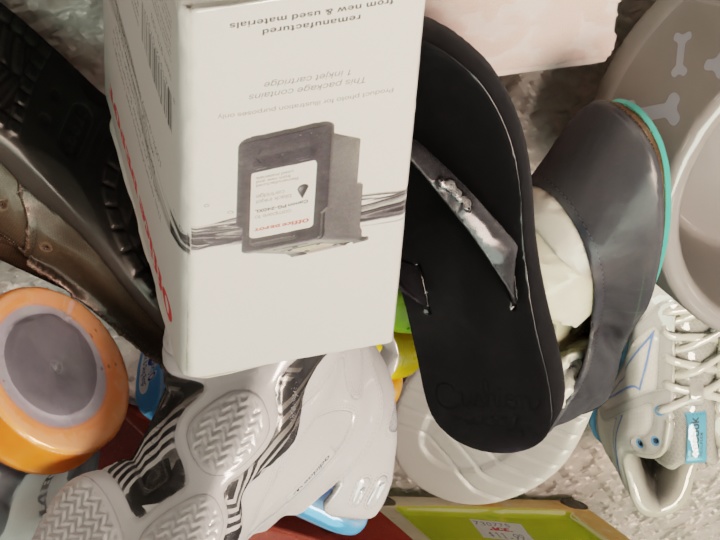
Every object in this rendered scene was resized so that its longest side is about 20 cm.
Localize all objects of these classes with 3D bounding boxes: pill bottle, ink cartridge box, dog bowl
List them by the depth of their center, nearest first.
[{"bbox_3d":[-0.038,-0.079,0.981,0.083,0.145,0.200,-10,144,-11],"label":"ink cartridge box"},{"bbox_3d":[-0.176,0.078,1.140,0.106,0.106,0.200,16,145,-35],"label":"pill bottle"},{"bbox_3d":[0.196,-0.053,1.184,0.200,0.059,0.200,-12,132,-14],"label":"dog bowl"}]

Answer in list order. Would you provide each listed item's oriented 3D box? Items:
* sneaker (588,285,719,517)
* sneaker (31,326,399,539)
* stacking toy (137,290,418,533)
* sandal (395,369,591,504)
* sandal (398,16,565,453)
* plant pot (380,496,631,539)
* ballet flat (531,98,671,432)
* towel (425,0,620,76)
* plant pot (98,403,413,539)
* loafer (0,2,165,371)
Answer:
[{"bbox_3d":[0.153,0.042,1.312,0.075,0.087,0.200,-6,142,-9],"label":"sneaker"},{"bbox_3d":[-0.050,0.090,1.087,0.200,0.075,0.115,-62,146,-7],"label":"sneaker"},{"bbox_3d":[0.000,0.000,1.192,0.110,0.116,0.200,29,113,-15],"label":"stacking toy"},{"bbox_3d":[0.085,0.035,1.305,0.082,0.050,0.203,39,128,5],"label":"sandal"},{"bbox_3d":[0.034,-0.012,1.105,0.076,0.043,0.200,-8,116,30],"label":"sandal"},{"bbox_3d":[0.068,0.221,1.399,0.200,0.199,0.182,5,106,-29],"label":"plant pot"},{"bbox_3d":[0.082,0.009,1.172,0.073,0.073,0.200,-8,148,-9],"label":"ballet flat"},{"bbox_3d":[0.012,-0.140,1.068,0.191,0.032,0.200,-9,143,-9],"label":"towel"},{"bbox_3d":[-0.073,0.175,1.290,0.200,0.200,0.176,19,100,-35],"label":"plant pot"},{"bbox_3d":[-0.117,-0.031,1.116,0.071,0.073,0.200,-24,118,41],"label":"loafer"}]
